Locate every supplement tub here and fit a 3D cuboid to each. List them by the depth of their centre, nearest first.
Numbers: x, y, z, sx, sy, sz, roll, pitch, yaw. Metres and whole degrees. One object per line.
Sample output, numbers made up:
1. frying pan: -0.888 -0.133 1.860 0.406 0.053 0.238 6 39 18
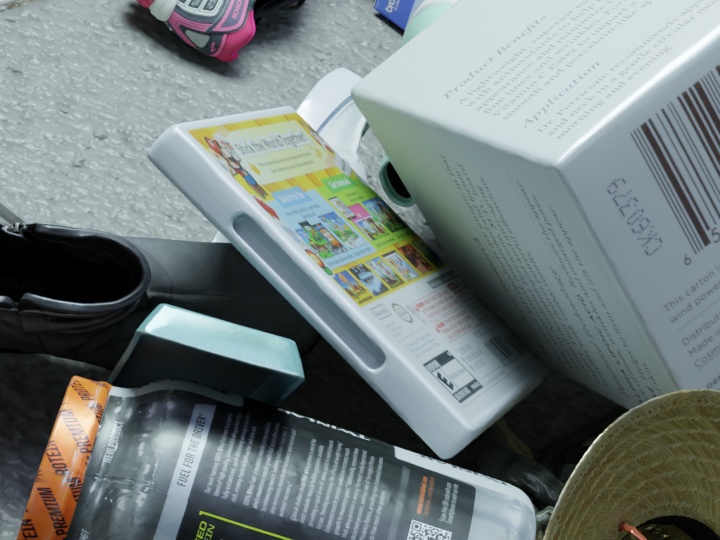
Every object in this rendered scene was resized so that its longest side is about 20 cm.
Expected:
1. supplement tub: -0.038 0.119 1.181 0.200 0.123 0.123 19 36 -4

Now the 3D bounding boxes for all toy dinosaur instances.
1. toy dinosaur: 0.081 0.100 1.332 0.088 0.047 0.200 2 36 -13

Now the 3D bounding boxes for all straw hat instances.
1. straw hat: 0.115 0.149 1.231 0.201 0.201 0.085 -13 3 -37

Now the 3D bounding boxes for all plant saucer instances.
1. plant saucer: -0.071 0.045 1.226 0.070 0.200 0.019 16 78 -7

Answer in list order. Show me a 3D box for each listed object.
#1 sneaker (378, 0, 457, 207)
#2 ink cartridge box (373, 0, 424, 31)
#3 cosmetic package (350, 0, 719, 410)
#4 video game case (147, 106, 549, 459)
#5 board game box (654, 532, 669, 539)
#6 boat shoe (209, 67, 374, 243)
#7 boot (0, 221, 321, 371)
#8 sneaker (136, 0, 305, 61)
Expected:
1. sneaker: 0.036 -0.085 1.489 0.118 0.200 0.074 -46 100 -16
2. ink cartridge box: 0.096 -0.143 1.656 0.200 0.042 0.119 40 40 21
3. cosmetic package: 0.134 -0.051 1.322 0.165 0.165 0.200 -37 26 -13
4. video game case: 0.000 0.000 1.287 0.182 0.023 0.200 46 13 5
5. board game box: 0.206 0.079 1.367 0.103 0.105 0.200 19 35 -1
6. boat shoe: -0.026 -0.025 1.427 0.065 0.074 0.200 28 46 2
7. boot: -0.102 0.012 1.271 0.200 0.132 0.070 -1 82 -10
8. sneaker: -0.048 -0.185 1.612 0.075 0.081 0.200 43 53 4
